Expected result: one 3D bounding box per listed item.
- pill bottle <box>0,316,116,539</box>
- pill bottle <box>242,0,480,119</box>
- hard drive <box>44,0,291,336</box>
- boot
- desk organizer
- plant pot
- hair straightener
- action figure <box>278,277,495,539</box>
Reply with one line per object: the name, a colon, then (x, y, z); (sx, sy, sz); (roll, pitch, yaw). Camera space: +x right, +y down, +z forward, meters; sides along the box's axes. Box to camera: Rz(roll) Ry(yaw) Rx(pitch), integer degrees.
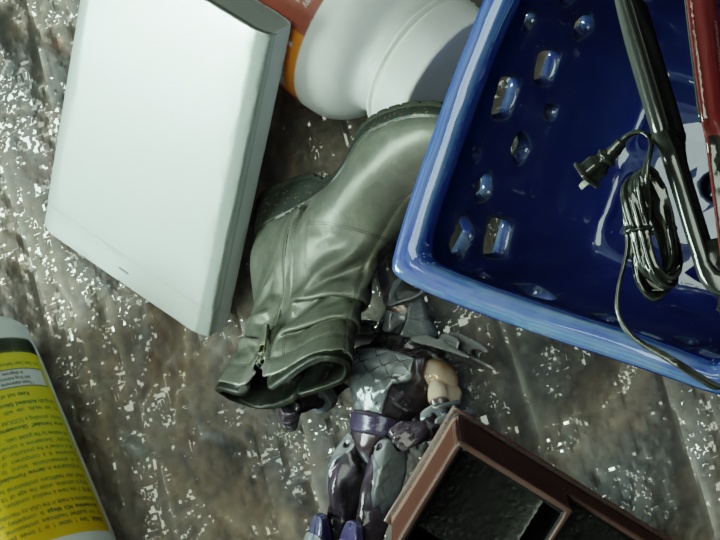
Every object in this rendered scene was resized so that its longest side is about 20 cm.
pill bottle: (-0.204, 0.137, 1.601); (0.112, 0.112, 0.201); (-30, 72, 17)
pill bottle: (-0.024, -0.154, 1.564); (0.200, 0.112, 0.112); (37, 98, 23)
hard drive: (-0.111, -0.078, 1.580); (0.132, 0.026, 0.201); (33, 129, 26)
boot: (0.000, 0.000, 1.509); (0.200, 0.067, 0.131); (-31, 42, 48)
desk organizer: (0.114, 0.156, 1.441); (0.199, 0.077, 0.072); (31, 96, -3)
plant pot: (0.160, -0.049, 1.436); (0.199, 0.180, 0.201); (21, 90, 24)
hair straightener: (0.141, -0.042, 1.330); (0.077, 0.041, 0.201); (-12, 83, 21)
action figure: (0.005, 0.099, 1.533); (0.130, 0.069, 0.201); (6, 83, 54)
